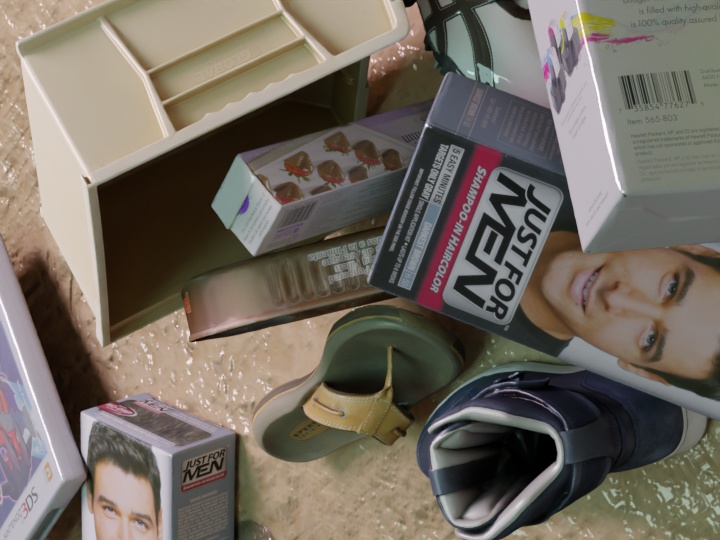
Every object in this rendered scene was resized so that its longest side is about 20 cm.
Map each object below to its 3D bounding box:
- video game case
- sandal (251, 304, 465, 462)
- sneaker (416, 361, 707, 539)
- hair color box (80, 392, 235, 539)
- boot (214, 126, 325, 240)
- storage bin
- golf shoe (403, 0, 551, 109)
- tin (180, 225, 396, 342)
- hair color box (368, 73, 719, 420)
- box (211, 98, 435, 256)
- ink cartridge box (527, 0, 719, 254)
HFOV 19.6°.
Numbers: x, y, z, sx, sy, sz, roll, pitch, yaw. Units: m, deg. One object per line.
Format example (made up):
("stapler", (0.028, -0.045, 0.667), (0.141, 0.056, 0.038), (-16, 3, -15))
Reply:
("video game case", (-0.263, 0.102, 1.515), (0.182, 0.023, 0.200), (-53, 53, 51))
("sandal", (-0.004, 0.081, 1.239), (0.200, 0.080, 0.054), (-41, 35, 49))
("sneaker", (0.067, 0.098, 1.132), (0.202, 0.146, 0.077), (-19, 89, 48))
("hair color box", (-0.139, 0.195, 1.432), (0.099, 0.061, 0.200), (19, 114, 42))
("boot", (-0.099, -0.062, 1.319), (0.201, 0.071, 0.144), (59, 141, 20))
("storage bin", (-0.076, -0.076, 1.134), (0.094, 0.198, 0.200), (58, 164, 20))
("golf shoe", (0.068, -0.154, 1.104), (0.200, 0.078, 0.095), (44, 129, 26))
("tin", (0.000, 0.000, 1.145), (0.112, 0.200, 0.042), (-177, 74, -86))
("hair color box", (0.116, -0.010, 1.033), (0.200, 0.061, 0.099), (21, 124, 1))
("box", (0.008, -0.055, 1.105), (0.039, 0.200, 0.041), (50, 132, 19))
("ink cartridge box", (0.146, -0.115, 0.978), (0.068, 0.115, 0.200), (114, 149, -65))
